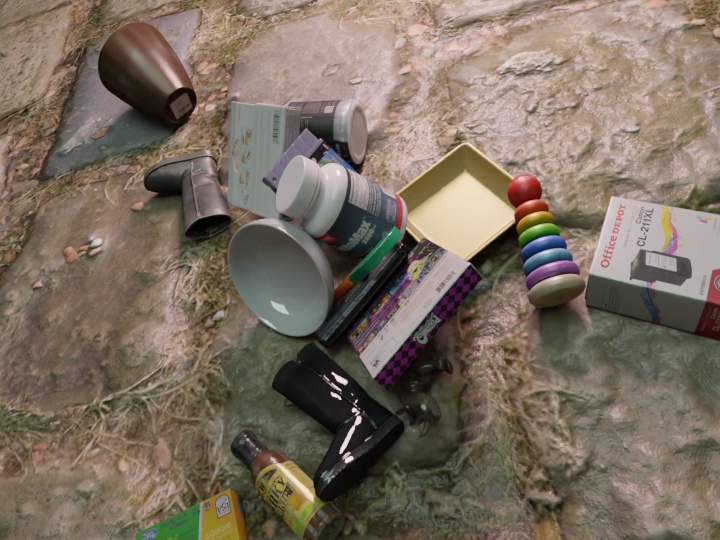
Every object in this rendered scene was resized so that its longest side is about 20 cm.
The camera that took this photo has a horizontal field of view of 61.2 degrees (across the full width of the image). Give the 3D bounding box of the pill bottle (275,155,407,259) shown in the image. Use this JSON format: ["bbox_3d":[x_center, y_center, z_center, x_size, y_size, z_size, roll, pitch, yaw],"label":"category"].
[{"bbox_3d":[-0.031,-0.099,0.971,0.119,0.196,0.123,-34,45,43],"label":"pill bottle"}]

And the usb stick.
[{"bbox_3d":[0.003,0.038,0.944,0.032,0.055,0.201,41,90,-2],"label":"usb stick"}]

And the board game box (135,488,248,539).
[{"bbox_3d":[-0.212,0.420,0.802,0.149,0.041,0.203,-25,52,0],"label":"board game box"}]

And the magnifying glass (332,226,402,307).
[{"bbox_3d":[0.000,0.000,0.952,0.022,0.200,0.080,40,43,-2],"label":"magnifying glass"}]

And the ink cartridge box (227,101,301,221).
[{"bbox_3d":[-0.186,-0.209,1.151,0.043,0.207,0.171,-8,19,-43],"label":"ink cartridge box"}]

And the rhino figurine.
[{"bbox_3d":[0.087,0.144,0.880,0.085,0.060,0.205,-17,50,26],"label":"rhino figurine"}]

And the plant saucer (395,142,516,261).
[{"bbox_3d":[0.169,-0.100,1.032,0.198,0.049,0.200,-36,52,-8],"label":"plant saucer"}]

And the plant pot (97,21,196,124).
[{"bbox_3d":[-0.475,-0.438,1.418,0.187,0.188,0.199,-43,69,-15],"label":"plant pot"}]

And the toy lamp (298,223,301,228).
[{"bbox_3d":[-0.104,-0.074,1.100,0.056,0.059,0.204,7,58,22],"label":"toy lamp"}]

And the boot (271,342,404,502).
[{"bbox_3d":[-0.060,0.207,0.866,0.163,0.067,0.198,-28,51,-37],"label":"boot"}]

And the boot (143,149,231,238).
[{"bbox_3d":[-0.353,-0.143,1.232,0.177,0.073,0.205,-21,59,5],"label":"boot"}]

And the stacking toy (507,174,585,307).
[{"bbox_3d":[0.270,-0.054,0.915,0.083,0.086,0.206,-13,67,9],"label":"stacking toy"}]

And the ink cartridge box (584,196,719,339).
[{"bbox_3d":[0.432,-0.007,0.857,0.195,0.084,0.148,15,62,26],"label":"ink cartridge box"}]

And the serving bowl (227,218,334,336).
[{"bbox_3d":[-0.119,0.003,0.979,0.195,0.206,0.066,13,35,26],"label":"serving bowl"}]

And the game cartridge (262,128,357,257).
[{"bbox_3d":[-0.060,-0.139,1.074,0.199,0.038,0.131,41,74,-5],"label":"game cartridge"}]

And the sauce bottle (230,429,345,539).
[{"bbox_3d":[-0.108,0.296,0.840,0.197,0.065,0.065,31,69,34],"label":"sauce bottle"}]

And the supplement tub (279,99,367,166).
[{"bbox_3d":[-0.092,-0.266,1.187,0.193,0.124,0.125,4,57,20],"label":"supplement tub"}]

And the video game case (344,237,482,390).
[{"bbox_3d":[0.067,0.053,0.881,0.201,0.036,0.181,-50,20,0],"label":"video game case"}]
